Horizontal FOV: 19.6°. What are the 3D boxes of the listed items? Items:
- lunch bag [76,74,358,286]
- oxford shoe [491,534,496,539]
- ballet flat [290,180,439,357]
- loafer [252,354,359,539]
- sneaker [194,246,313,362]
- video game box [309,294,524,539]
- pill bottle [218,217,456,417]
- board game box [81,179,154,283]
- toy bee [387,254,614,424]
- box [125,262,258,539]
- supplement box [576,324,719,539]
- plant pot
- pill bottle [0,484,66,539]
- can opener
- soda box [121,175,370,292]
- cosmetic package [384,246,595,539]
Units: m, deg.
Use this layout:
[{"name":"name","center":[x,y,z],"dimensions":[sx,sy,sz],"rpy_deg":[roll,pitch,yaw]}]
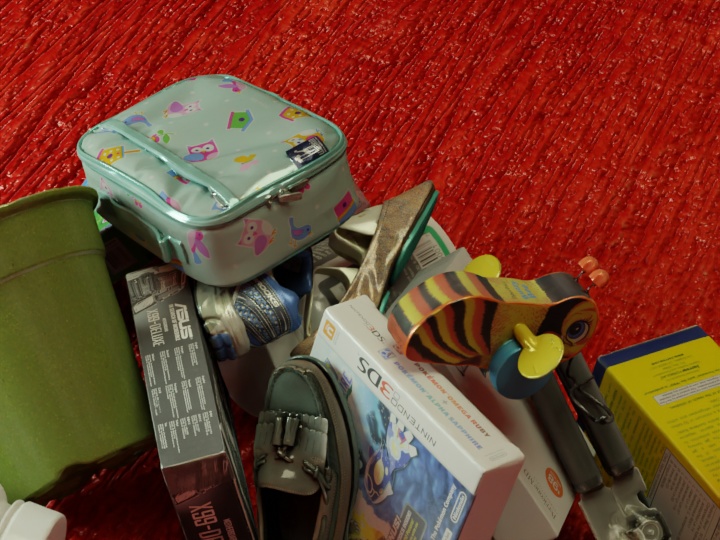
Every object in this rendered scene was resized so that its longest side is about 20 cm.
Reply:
[{"name":"lunch bag","center":[-0.110,-0.071,1.561],"dimensions":[0.160,0.077,0.200],"rpy_deg":[-28,37,-29]},{"name":"oxford shoe","center":[0.071,0.145,1.620],"dimensions":[0.074,0.071,0.200],"rpy_deg":[-5,44,-25]},{"name":"ballet flat","center":[0.000,0.000,1.605],"dimensions":[0.067,0.068,0.200],"rpy_deg":[24,58,1]},{"name":"loafer","center":[-0.043,0.163,1.472],"dimensions":[0.072,0.201,0.063],"rpy_deg":[2,10,31]},{"name":"sneaker","center":[-0.075,-0.002,1.584],"dimensions":[0.085,0.077,0.200],"rpy_deg":[-13,33,5]},{"name":"video game box","center":[0.018,0.151,1.496],"dimensions":[0.047,0.200,0.182],"rpy_deg":[-14,46,-37]},{"name":"pill bottle","center":[-0.020,0.033,1.685],"dimensions":[0.200,0.113,0.113],"rpy_deg":[-28,55,-33]},{"name":"board game box","center":[-0.196,-0.049,1.715],"dimensions":[0.040,0.153,0.200],"rpy_deg":[50,37,-18]},{"name":"toy bee","center":[0.120,0.030,1.481],"dimensions":[0.131,0.109,0.200],"rpy_deg":[42,22,32]},{"name":"box","center":[-0.121,0.116,1.531],"dimensions":[0.050,0.158,0.200],"rpy_deg":[-15,44,-2]},{"name":"supplement box","center":[0.270,0.157,1.629],"dimensions":[0.109,0.109,0.200],"rpy_deg":[-15,48,-29]},{"name":"plant pot","center":[-0.240,0.067,1.528],"dimensions":[0.200,0.200,0.190],"rpy_deg":[-24,81,-35]},{"name":"pill bottle","center":[-0.313,0.183,1.439],"dimensions":[0.200,0.114,0.113],"rpy_deg":[17,40,4]},{"name":"can opener","center":[0.177,0.146,1.589],"dimensions":[0.053,0.067,0.200],"rpy_deg":[-25,88,-7]},{"name":"soda box","center":[-0.094,-0.022,1.707],"dimensions":[0.200,0.070,0.063],"rpy_deg":[-31,85,-17]},{"name":"cosmetic package","center":[0.095,0.098,1.583],"dimensions":[0.200,0.052,0.151],"rpy_deg":[57,27,-8]}]
